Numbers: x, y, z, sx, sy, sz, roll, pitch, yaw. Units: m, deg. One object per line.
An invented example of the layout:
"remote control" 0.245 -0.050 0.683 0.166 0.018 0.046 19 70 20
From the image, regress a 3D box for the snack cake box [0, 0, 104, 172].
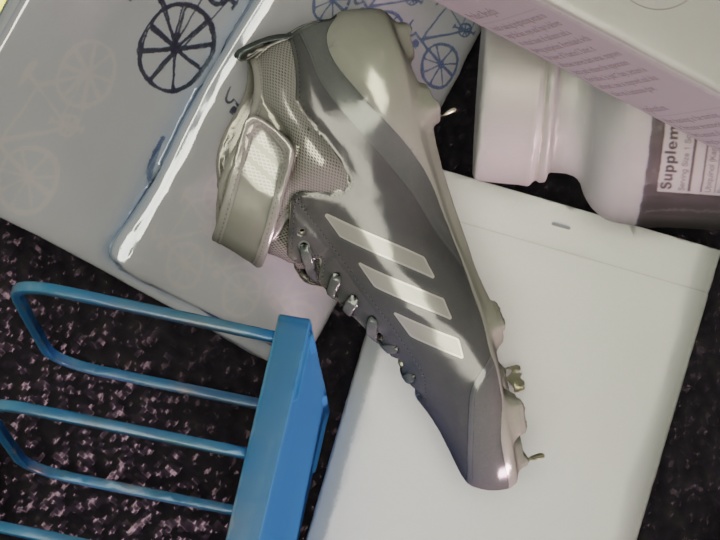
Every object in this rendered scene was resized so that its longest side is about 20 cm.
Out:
"snack cake box" -0.140 -0.147 1.218 0.115 0.067 0.200 11 92 2

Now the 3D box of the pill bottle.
"pill bottle" 0.147 -0.070 1.192 0.200 0.111 0.111 4 92 1

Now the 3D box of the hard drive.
"hard drive" 0.058 0.069 1.241 0.132 0.026 0.200 16 91 1

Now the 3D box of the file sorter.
"file sorter" -0.094 0.120 1.168 0.123 0.139 0.200 11 75 6

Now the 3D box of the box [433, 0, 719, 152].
"box" 0.139 -0.129 1.070 0.200 0.106 0.152 27 86 -10

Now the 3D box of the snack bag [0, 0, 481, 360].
"snack bag" -0.057 -0.080 1.191 0.200 0.021 0.189 29 91 -32

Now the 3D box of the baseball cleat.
"baseball cleat" 0.000 0.000 1.188 0.106 0.070 0.200 -17 93 -4
